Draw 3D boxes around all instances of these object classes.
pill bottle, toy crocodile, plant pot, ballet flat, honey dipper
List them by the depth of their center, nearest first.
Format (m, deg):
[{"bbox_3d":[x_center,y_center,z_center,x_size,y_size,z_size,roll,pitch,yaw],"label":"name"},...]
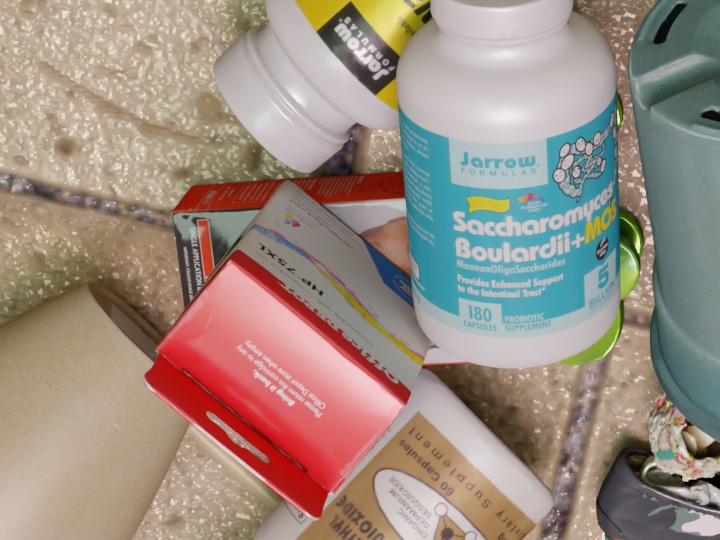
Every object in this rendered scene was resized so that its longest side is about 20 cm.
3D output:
[{"bbox_3d":[0.225,-0.044,1.151,0.199,0.201,0.197,-11,133,11],"label":"plant pot"},{"bbox_3d":[0.075,-0.059,1.165,0.110,0.111,0.201,-1,124,8],"label":"pill bottle"},{"bbox_3d":[0.020,-0.145,1.233,0.200,0.111,0.111,-41,98,18],"label":"pill bottle"},{"bbox_3d":[0.244,0.048,1.264,0.200,0.064,0.076,-41,90,4],"label":"ballet flat"},{"bbox_3d":[0.119,-0.045,1.272,0.061,0.068,0.201,-7,107,11],"label":"toy crocodile"},{"bbox_3d":[0.004,0.161,1.303,0.114,0.114,0.200,44,90,-7],"label":"pill bottle"},{"bbox_3d":[0.234,0.132,1.314,0.199,0.073,0.073,6,108,9],"label":"ballet flat"},{"bbox_3d":[-0.192,0.108,1.323,0.187,0.187,0.200,43,94,-6],"label":"plant pot"},{"bbox_3d":[-0.041,0.145,1.374,0.200,0.038,0.038,43,108,-4],"label":"honey dipper"}]

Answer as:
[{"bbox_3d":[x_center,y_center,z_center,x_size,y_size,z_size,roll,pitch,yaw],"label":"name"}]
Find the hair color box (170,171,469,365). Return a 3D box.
[{"bbox_3d":[0.000,0.000,1.308,0.199,0.061,0.102,-4,106,9],"label":"hair color box"}]

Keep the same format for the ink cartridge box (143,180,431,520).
[{"bbox_3d":[-0.031,0.037,1.186,0.116,0.200,0.067,39,109,-4],"label":"ink cartridge box"}]
